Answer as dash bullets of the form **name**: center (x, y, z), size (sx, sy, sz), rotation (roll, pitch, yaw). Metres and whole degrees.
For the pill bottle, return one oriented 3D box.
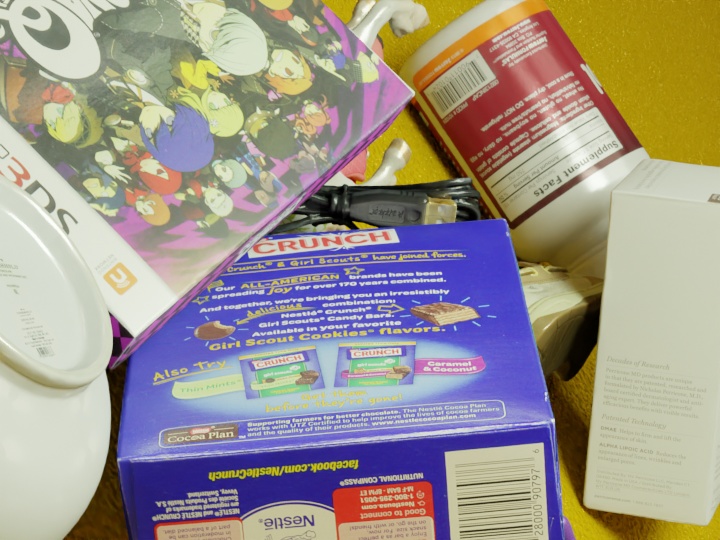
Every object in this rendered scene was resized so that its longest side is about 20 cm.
- **pill bottle**: center (0.122, -0.080, 1.558), size (0.200, 0.113, 0.113), rotation (57, 21, 5)

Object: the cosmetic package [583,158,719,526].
- **cosmetic package**: center (0.190, 0.041, 1.412), size (0.113, 0.081, 0.201), rotation (-32, 127, -70)

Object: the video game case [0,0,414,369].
- **video game case**: center (-0.101, -0.081, 0.985), size (0.181, 0.036, 0.200), rotation (45, 52, 3)

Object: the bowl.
- **bowl**: center (-0.155, 0.023, 0.844), size (0.201, 0.090, 0.201), rotation (44, 23, -24)

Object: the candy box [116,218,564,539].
- **candy box**: center (-0.009, 0.053, 0.966), size (0.200, 0.169, 0.077), rotation (-94, 179, -64)

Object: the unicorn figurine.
- **unicorn figurine**: center (-0.028, -0.086, 1.131), size (0.137, 0.074, 0.200), rotation (-34, 123, -46)

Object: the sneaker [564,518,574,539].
- **sneaker**: center (0.049, 0.150, 1.064), size (0.081, 0.088, 0.200), rotation (60, 23, 11)

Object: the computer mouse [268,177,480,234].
- **computer mouse**: center (0.000, 0.000, 1.133), size (0.200, 0.109, 0.044), rotation (91, -4, -65)

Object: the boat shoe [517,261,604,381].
- **boat shoe**: center (0.111, 0.025, 1.432), size (0.066, 0.074, 0.200), rotation (33, 9, 16)

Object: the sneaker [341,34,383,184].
- **sneaker**: center (-0.027, -0.081, 1.329), size (0.087, 0.074, 0.200), rotation (64, 23, -12)
